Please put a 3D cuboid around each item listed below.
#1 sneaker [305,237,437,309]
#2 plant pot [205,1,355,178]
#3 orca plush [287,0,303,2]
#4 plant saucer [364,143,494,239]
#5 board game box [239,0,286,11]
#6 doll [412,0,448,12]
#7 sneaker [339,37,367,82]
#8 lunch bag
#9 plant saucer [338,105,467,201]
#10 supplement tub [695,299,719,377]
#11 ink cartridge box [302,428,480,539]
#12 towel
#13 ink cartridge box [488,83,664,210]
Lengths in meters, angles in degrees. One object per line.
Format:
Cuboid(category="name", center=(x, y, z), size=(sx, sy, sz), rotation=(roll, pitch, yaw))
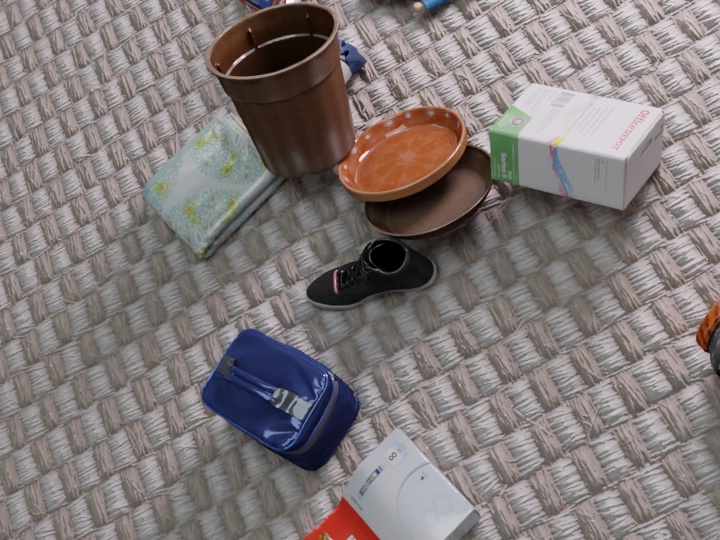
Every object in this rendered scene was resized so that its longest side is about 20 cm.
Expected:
Cuboid(category="sneaker", center=(0.000, 0.000, 1.732), size=(0.199, 0.099, 0.071), rotation=(-12, 64, 19))
Cuboid(category="plant pot", center=(-0.103, -0.258, 1.804), size=(0.199, 0.199, 0.201), rotation=(-11, 40, 9))
Cuboid(category="orca plush", center=(-0.106, -0.472, 2.042), size=(0.105, 0.071, 0.201), rotation=(10, 70, -21))
Cuboid(category="plant saucer", center=(0.103, -0.105, 1.745), size=(0.199, 0.037, 0.201), rotation=(-19, 36, 14))
Cuboid(category="board game box", center=(-0.153, -0.474, 1.993), size=(0.200, 0.019, 0.103), rotation=(44, 119, 60))
Cuboid(category="doll", center=(0.098, -0.468, 1.945), size=(0.199, 0.048, 0.137), rotation=(10, 71, 27))
Cuboid(category="sneaker", center=(-0.098, -0.321, 1.940), size=(0.199, 0.081, 0.116), rotation=(20, 73, 28))
Cuboid(category="lunch bag", center=(-0.118, 0.170, 1.681), size=(0.199, 0.132, 0.136), rotation=(25, 77, 30))
Cuboid(category="plant saucer", center=(0.064, -0.168, 1.791), size=(0.199, 0.032, 0.201), rotation=(-18, 38, 14))
Cuboid(category="supplement tub", center=(0.504, 0.114, 1.448), size=(0.123, 0.123, 0.200), rotation=(-43, 58, -1))
Cuboid(category="ink cartridge box", center=(0.033, 0.330, 1.589), size=(0.200, 0.047, 0.160), rotation=(-44, 58, -4))
Cuboid(category="towel", center=(-0.231, -0.140, 1.929), size=(0.200, 0.048, 0.171), rotation=(-46, 57, -2))
Cuboid(category="ink cartridge box", center=(0.295, -0.171, 1.662), size=(0.199, 0.088, 0.145), rotation=(15, 41, 29))
